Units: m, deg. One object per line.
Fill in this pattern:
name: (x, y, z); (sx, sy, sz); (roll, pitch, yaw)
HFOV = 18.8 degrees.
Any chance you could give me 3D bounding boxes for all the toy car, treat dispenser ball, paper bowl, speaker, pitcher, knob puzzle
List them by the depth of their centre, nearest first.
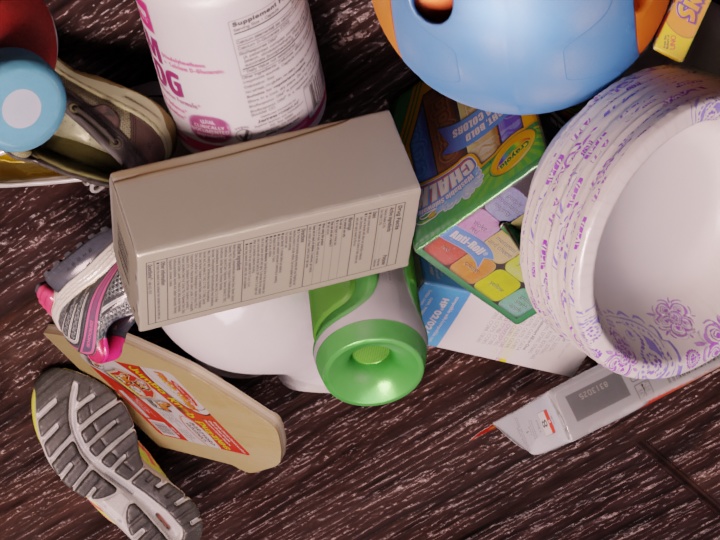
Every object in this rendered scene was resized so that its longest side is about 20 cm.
toy car: (-0.233, -0.209, 1.355); (0.177, 0.184, 0.200); (33, 95, -34)
treat dispenser ball: (0.103, -0.201, 1.403); (0.200, 0.202, 0.201); (-4, 136, -4)
paper bowl: (0.189, -0.039, 1.430); (0.200, 0.104, 0.202); (-18, 124, -28)
speaker: (0.000, 0.000, 1.598); (0.088, 0.201, 0.089); (-4, 137, -4)
pitcher: (-0.095, 0.033, 1.694); (0.171, 0.122, 0.200); (-15, 149, 30)
knob puzzle: (-0.134, 0.099, 1.747); (0.219, 0.031, 0.220); (25, 157, 11)

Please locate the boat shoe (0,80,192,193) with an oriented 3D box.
boat shoe: (-0.185, -0.084, 1.569); (0.201, 0.086, 0.075); (-1, 136, -6)

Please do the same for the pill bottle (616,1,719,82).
pill bottle: (0.253, -0.128, 1.564); (0.199, 0.112, 0.111); (24, 128, -28)

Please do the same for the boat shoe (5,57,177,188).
boat shoe: (-0.227, -0.109, 1.505); (0.200, 0.066, 0.072); (20, 129, 10)

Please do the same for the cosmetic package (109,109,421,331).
cosmetic package: (-0.066, -0.034, 1.489); (0.199, 0.073, 0.104); (-14, 151, -14)

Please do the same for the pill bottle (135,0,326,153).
pill bottle: (-0.092, -0.179, 1.464); (0.113, 0.114, 0.201); (-9, 136, 2)

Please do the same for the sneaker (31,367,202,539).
sneaker: (-0.217, 0.160, 1.830); (0.078, 0.090, 0.200); (-38, 114, -13)

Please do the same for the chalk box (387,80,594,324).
chalk box: (0.113, -0.055, 1.556); (0.124, 0.201, 0.125); (-34, 130, 25)

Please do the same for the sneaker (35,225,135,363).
sneaker: (-0.140, -0.016, 1.575); (0.200, 0.075, 0.081); (-42, 164, 16)

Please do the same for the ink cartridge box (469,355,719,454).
ink cartridge box: (0.189, 0.103, 1.734); (0.162, 0.050, 0.200); (-25, 171, -20)

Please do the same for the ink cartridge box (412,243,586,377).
ink cartridge box: (0.119, 0.011, 1.686); (0.199, 0.116, 0.068); (13, 132, -20)

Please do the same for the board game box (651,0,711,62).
board game box: (0.242, -0.233, 1.418); (0.030, 0.096, 0.201); (27, 100, 3)
